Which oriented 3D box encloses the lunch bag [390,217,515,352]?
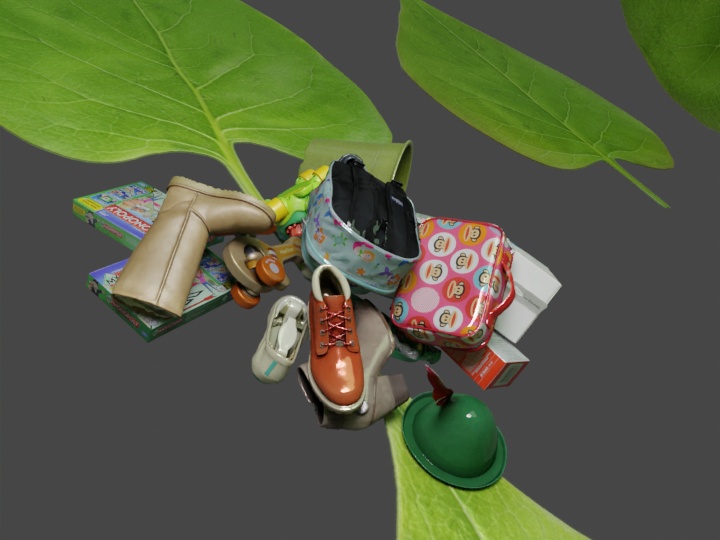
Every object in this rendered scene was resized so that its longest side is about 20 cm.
[{"bbox_3d":[0.152,0.019,1.100,0.175,0.082,0.201,8,66,30],"label":"lunch bag"}]

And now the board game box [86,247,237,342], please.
[{"bbox_3d":[-0.283,0.021,1.080,0.134,0.029,0.200,37,36,17],"label":"board game box"}]

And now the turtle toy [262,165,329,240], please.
[{"bbox_3d":[-0.093,-0.105,1.252,0.146,0.101,0.200,-36,17,-18],"label":"turtle toy"}]

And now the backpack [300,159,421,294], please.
[{"bbox_3d":[-0.001,-0.053,1.081,0.177,0.151,0.200,26,25,-20],"label":"backpack"}]

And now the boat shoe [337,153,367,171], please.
[{"bbox_3d":[0.005,-0.105,1.257,0.075,0.201,0.062,-12,10,-7],"label":"boat shoe"}]

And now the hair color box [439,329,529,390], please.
[{"bbox_3d":[0.170,0.105,1.186,0.200,0.064,0.111,46,19,28],"label":"hair color box"}]

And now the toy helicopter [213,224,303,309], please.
[{"bbox_3d":[-0.149,-0.028,1.144,0.132,0.079,0.200,54,28,8],"label":"toy helicopter"}]

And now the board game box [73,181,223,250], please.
[{"bbox_3d":[-0.333,-0.078,1.137,0.199,0.029,0.134,27,31,25],"label":"board game box"}]

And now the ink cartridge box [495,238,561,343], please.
[{"bbox_3d":[0.249,0.025,1.242,0.128,0.125,0.200,36,12,2],"label":"ink cartridge box"}]

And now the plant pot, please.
[{"bbox_3d":[-0.015,-0.175,1.396,0.189,0.201,0.200,16,32,11],"label":"plant pot"}]

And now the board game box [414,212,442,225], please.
[{"bbox_3d":[0.164,-0.069,1.389,0.199,0.105,0.024,14,75,3],"label":"board game box"}]

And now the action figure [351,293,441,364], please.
[{"bbox_3d":[0.041,0.093,1.163,0.199,0.055,0.118,30,31,2],"label":"action figure"}]

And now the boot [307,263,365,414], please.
[{"bbox_3d":[-0.036,0.088,0.963,0.075,0.107,0.201,-6,54,-12],"label":"boot"}]

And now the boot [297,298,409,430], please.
[{"bbox_3d":[-0.021,0.133,1.033,0.146,0.070,0.200,-7,53,-26],"label":"boot"}]

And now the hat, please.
[{"bbox_3d":[0.159,0.184,0.992,0.165,0.176,0.200,31,34,11],"label":"hat"}]

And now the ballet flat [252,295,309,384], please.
[{"bbox_3d":[-0.105,0.084,1.056,0.069,0.070,0.200,20,34,-6],"label":"ballet flat"}]

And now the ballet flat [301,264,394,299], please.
[{"bbox_3d":[0.000,0.000,1.249,0.199,0.070,0.070,12,36,-18],"label":"ballet flat"}]

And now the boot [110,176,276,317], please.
[{"bbox_3d":[-0.230,-0.022,1.020,0.174,0.066,0.201,15,62,2],"label":"boot"}]
